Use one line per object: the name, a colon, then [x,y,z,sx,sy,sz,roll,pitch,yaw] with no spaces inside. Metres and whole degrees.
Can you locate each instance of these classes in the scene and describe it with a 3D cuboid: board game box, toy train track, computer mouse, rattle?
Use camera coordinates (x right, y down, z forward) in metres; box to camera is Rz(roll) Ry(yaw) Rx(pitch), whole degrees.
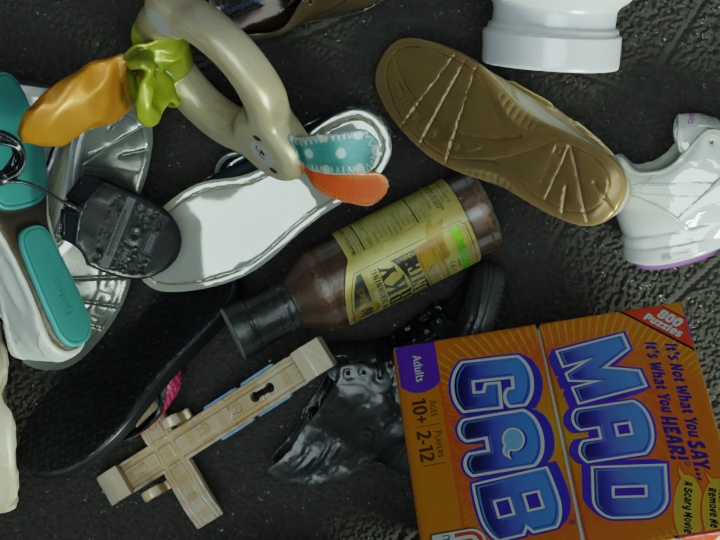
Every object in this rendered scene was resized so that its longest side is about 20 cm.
board game box: [0.139,0.174,1.585,0.198,0.201,0.201,-9,134,1]
toy train track: [-0.105,0.108,1.670,0.199,0.033,0.115,-33,86,17]
computer mouse: [-0.203,-0.047,1.574,0.199,0.034,0.059,27,86,-33]
rattle: [-0.097,-0.081,1.556,0.200,0.130,0.143,47,51,2]

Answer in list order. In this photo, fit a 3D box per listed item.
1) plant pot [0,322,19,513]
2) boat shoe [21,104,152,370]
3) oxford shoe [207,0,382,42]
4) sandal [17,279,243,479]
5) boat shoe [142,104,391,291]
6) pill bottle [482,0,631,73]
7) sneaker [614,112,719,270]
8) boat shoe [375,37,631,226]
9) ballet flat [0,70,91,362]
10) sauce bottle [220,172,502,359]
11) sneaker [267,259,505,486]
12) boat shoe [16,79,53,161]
plant pot: [-0.329,0.107,1.623,0.182,0.200,0.202,-5,100,-10]
boat shoe: [-0.197,-0.030,1.660,0.074,0.065,0.204,8,106,-25]
oxford shoe: [-0.026,-0.201,1.617,0.199,0.084,0.073,-28,97,2]
sandal: [-0.154,0.078,1.667,0.200,0.075,0.045,-44,141,-8]
boat shoe: [-0.068,-0.052,1.652,0.199,0.062,0.075,-36,97,4]
pill bottle: [0.135,-0.237,1.595,0.115,0.116,0.202,3,99,-1]
sneaker: [0.268,-0.069,1.646,0.198,0.075,0.100,-17,100,2]
boat shoe: [0.100,-0.092,1.642,0.199,0.069,0.074,36,101,17]
ballet flat: [-0.239,-0.032,1.598,0.069,0.069,0.202,-17,89,2]
sauce bottle: [0.000,0.000,1.646,0.199,0.065,0.065,-27,99,-5]
sneaker: [0.019,0.070,1.674,0.104,0.060,0.201,22,104,-8]
boat shoe: [-0.308,-0.105,1.640,0.198,0.071,0.070,7,97,-8]
